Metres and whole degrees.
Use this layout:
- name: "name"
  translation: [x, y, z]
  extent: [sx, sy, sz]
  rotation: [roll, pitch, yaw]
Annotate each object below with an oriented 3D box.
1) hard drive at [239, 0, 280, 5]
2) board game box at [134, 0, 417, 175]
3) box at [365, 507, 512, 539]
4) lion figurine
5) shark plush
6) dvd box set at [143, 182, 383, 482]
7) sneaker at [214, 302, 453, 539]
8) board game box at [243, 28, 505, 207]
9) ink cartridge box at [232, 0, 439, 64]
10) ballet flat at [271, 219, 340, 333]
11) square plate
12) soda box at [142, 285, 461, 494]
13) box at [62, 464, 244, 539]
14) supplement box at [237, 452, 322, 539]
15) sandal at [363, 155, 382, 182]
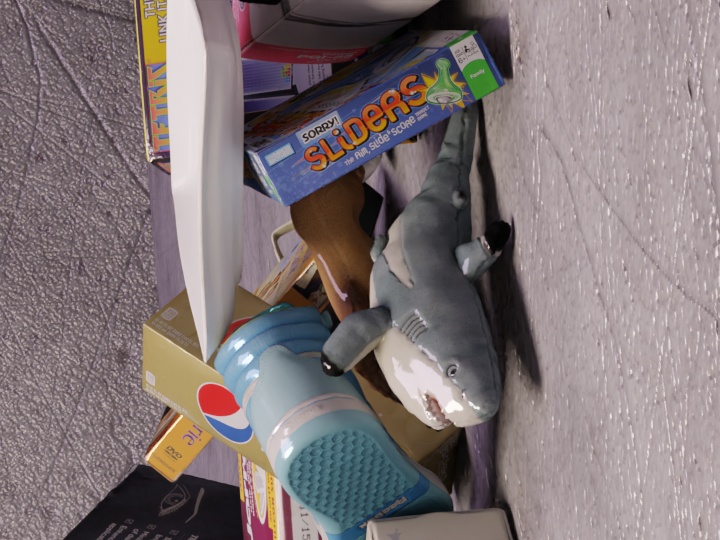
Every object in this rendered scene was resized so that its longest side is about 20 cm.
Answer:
- name: "hard drive"
  translation: [-0.062, -0.265, 1.477]
  extent: [0.200, 0.033, 0.140]
  rotation: [-106, 26, -44]
- name: "board game box"
  translation: [-0.057, -0.170, 1.644]
  extent: [0.057, 0.165, 0.201]
  rotation: [29, -124, -75]
- name: "box"
  translation: [0.040, 0.224, 1.489]
  extent: [0.200, 0.082, 0.069]
  rotation: [94, 168, -47]
- name: "lion figurine"
  translation: [0.000, 0.000, 1.521]
  extent: [0.200, 0.072, 0.122]
  rotation: [52, -174, 16]
- name: "shark plush"
  translation: [0.055, 0.001, 1.413]
  extent: [0.083, 0.091, 0.201]
  rotation: [-23, 37, 43]
- name: "dvd box set"
  translation: [-0.063, 0.036, 1.737]
  extent: [0.200, 0.029, 0.146]
  rotation: [-49, 8, 19]
- name: "sneaker"
  translation: [-0.016, 0.089, 1.475]
  extent: [0.131, 0.079, 0.200]
  rotation: [59, 177, 35]
- name: "board game box"
  translation: [-0.004, -0.087, 1.457]
  extent: [0.035, 0.135, 0.200]
  rotation: [61, 174, -9]
- name: "ink cartridge box"
  translation: [-0.011, -0.210, 1.502]
  extent: [0.200, 0.082, 0.147]
  rotation: [159, 112, -70]
- name: "ballet flat"
  translation: [-0.036, -0.048, 1.861]
  extent: [0.067, 0.063, 0.201]
  rotation: [46, -147, -66]
- name: "square plate"
  translation: [-0.087, -0.083, 1.469]
  extent: [0.198, 0.028, 0.201]
  rotation: [-107, 16, -57]
- name: "soda box"
  translation: [-0.038, 0.084, 1.598]
  extent: [0.200, 0.068, 0.064]
  rotation: [31, 141, 23]
- name: "box"
  translation: [-0.116, 0.249, 1.872]
  extent: [0.197, 0.199, 0.118]
  rotation: [-45, -39, -56]
- name: "supplement box"
  translation: [-0.022, 0.129, 1.764]
  extent: [0.200, 0.103, 0.132]
  rotation: [-179, 85, -81]
- name: "sandal"
  translation: [-0.028, -0.091, 1.780]
  extent: [0.203, 0.082, 0.050]
  rotation: [-85, 15, -63]
